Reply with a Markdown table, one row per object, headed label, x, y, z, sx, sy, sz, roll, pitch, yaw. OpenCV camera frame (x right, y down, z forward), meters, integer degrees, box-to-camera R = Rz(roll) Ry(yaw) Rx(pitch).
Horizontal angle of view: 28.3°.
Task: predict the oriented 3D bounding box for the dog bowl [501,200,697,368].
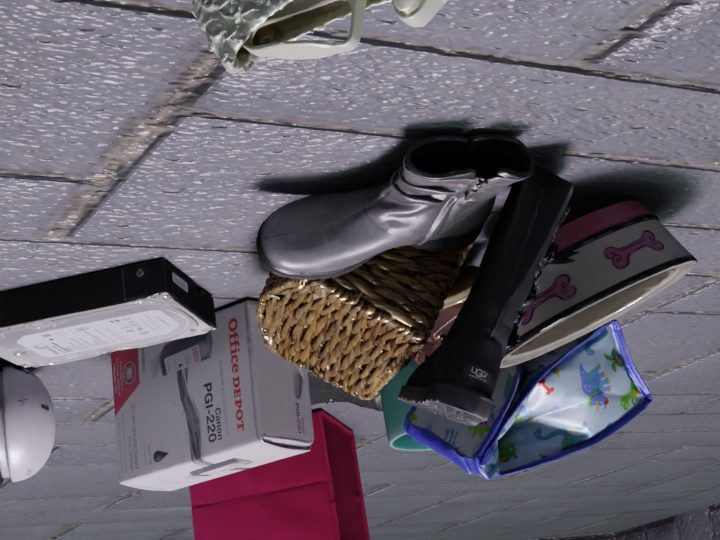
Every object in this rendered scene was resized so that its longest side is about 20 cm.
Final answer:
| label | x | y | z | sx | sy | sz | roll | pitch | yaw |
| --- | --- | --- | --- | --- | --- | --- | --- | --- | --- |
| dog bowl | 0.191 | 0.009 | 1.260 | 0.199 | 0.074 | 0.200 | -26 | 168 | -6 |

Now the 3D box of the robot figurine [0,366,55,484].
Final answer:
| label | x | y | z | sx | sy | sz | roll | pitch | yaw |
| --- | --- | --- | --- | --- | --- | --- | --- | --- | --- |
| robot figurine | -0.413 | 0.160 | 1.456 | 0.198 | 0.126 | 0.150 | -4 | -163 | -11 |

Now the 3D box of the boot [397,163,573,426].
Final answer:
| label | x | y | z | sx | sy | sz | roll | pitch | yaw |
| --- | --- | --- | --- | --- | --- | --- | --- | --- | --- |
| boot | 0.102 | 0.022 | 1.161 | 0.065 | 0.201 | 0.165 | 21 | 171 | -11 |

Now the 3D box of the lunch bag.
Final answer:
| label | x | y | z | sx | sy | sz | roll | pitch | yaw |
| --- | --- | --- | --- | --- | --- | --- | --- | --- | --- |
| lunch bag | 0.155 | 0.124 | 1.426 | 0.199 | 0.128 | 0.170 | -35 | -161 | -16 |

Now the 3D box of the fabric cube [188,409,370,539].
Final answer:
| label | x | y | z | sx | sy | sz | roll | pitch | yaw |
| --- | --- | --- | --- | --- | --- | --- | --- | --- | --- |
| fabric cube | -0.110 | 0.321 | 1.964 | 0.198 | 0.202 | 0.196 | -12 | 161 | 9 |

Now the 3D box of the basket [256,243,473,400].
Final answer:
| label | x | y | z | sx | sy | sz | roll | pitch | yaw |
| --- | --- | --- | --- | --- | --- | --- | --- | --- | --- |
| basket | 0.000 | 0.000 | 1.241 | 0.142 | 0.150 | 0.200 | 28 | 157 | -3 |

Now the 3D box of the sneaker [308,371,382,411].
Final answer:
| label | x | y | z | sx | sy | sz | roll | pitch | yaw |
| --- | --- | --- | --- | --- | --- | --- | --- | --- | --- |
| sneaker | -0.031 | 0.123 | 1.620 | 0.103 | 0.060 | 0.200 | -13 | 157 | 12 |

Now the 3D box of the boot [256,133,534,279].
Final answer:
| label | x | y | z | sx | sy | sz | roll | pitch | yaw |
| --- | --- | --- | --- | --- | --- | --- | --- | --- | --- |
| boot | 0.022 | -0.058 | 1.084 | 0.199 | 0.070 | 0.132 | -14 | 162 | -19 |

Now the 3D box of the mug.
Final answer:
| label | x | y | z | sx | sy | sz | roll | pitch | yaw |
| --- | --- | --- | --- | --- | --- | --- | --- | --- | --- |
| mug | 0.103 | 0.131 | 1.606 | 0.151 | 0.115 | 0.185 | -16 | 162 | 20 |

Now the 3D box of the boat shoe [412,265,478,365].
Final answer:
| label | x | y | z | sx | sy | sz | roll | pitch | yaw |
| --- | --- | --- | --- | --- | --- | --- | --- | --- | --- |
| boat shoe | 0.084 | 0.054 | 1.389 | 0.072 | 0.072 | 0.200 | -37 | 179 | -27 |

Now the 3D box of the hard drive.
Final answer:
| label | x | y | z | sx | sy | sz | roll | pitch | yaw |
| --- | --- | --- | --- | --- | --- | --- | --- | --- | --- |
| hard drive | -0.247 | 0.044 | 1.306 | 0.198 | 0.038 | 0.140 | -11 | 162 | 10 |

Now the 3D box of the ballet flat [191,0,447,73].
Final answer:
| label | x | y | z | sx | sy | sz | roll | pitch | yaw |
| --- | --- | --- | --- | --- | --- | --- | --- | --- | --- |
| ballet flat | 0.004 | -0.152 | 0.762 | 0.199 | 0.072 | 0.072 | -15 | 161 | 19 |

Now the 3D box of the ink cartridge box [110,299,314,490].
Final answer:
| label | x | y | z | sx | sy | sz | roll | pitch | yaw |
| --- | --- | --- | --- | --- | --- | --- | --- | --- | --- |
| ink cartridge box | -0.151 | 0.129 | 1.432 | 0.199 | 0.147 | 0.085 | -20 | 158 | 32 |
